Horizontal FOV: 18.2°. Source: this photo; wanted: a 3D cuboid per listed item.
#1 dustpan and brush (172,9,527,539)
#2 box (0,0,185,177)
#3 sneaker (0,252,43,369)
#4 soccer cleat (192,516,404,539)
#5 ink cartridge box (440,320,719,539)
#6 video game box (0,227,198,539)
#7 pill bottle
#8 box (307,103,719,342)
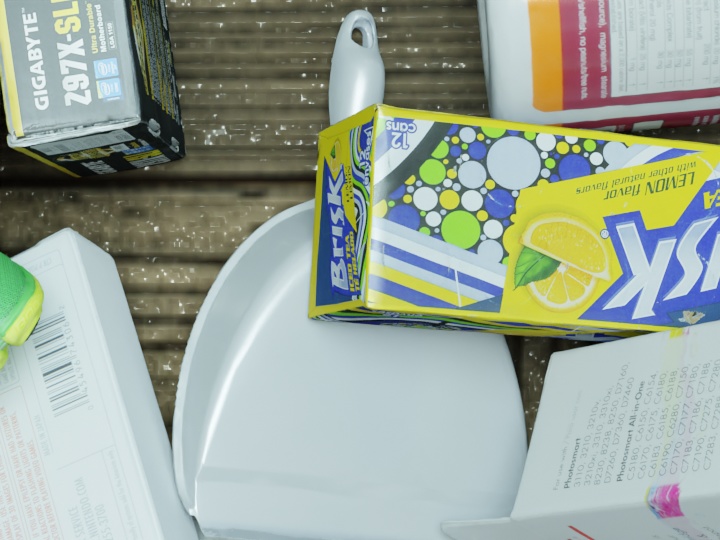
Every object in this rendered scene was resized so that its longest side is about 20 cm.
[{"bbox_3d":[0.000,0.000,0.828,0.139,0.057,0.201,8,85,-25],"label":"dustpan and brush"},{"bbox_3d":[-0.103,-0.139,0.787,0.049,0.160,0.201,-8,89,2],"label":"box"},{"bbox_3d":[-0.188,-0.009,0.779,0.200,0.084,0.074,25,72,40],"label":"sneaker"},{"bbox_3d":[0.014,0.132,0.822,0.199,0.070,0.087,26,74,-2],"label":"soccer cleat"},{"bbox_3d":[0.135,0.072,0.763,0.115,0.200,0.068,31,62,-30],"label":"ink cartridge box"},{"bbox_3d":[-0.145,0.113,0.793,0.182,0.047,0.201,-23,68,11],"label":"video game box"},{"bbox_3d":[0.142,-0.108,0.803,0.199,0.110,0.110,-5,88,1],"label":"pill bottle"},{"bbox_3d":[0.086,-0.010,0.791,0.199,0.064,0.070,5,85,-19],"label":"box"}]
